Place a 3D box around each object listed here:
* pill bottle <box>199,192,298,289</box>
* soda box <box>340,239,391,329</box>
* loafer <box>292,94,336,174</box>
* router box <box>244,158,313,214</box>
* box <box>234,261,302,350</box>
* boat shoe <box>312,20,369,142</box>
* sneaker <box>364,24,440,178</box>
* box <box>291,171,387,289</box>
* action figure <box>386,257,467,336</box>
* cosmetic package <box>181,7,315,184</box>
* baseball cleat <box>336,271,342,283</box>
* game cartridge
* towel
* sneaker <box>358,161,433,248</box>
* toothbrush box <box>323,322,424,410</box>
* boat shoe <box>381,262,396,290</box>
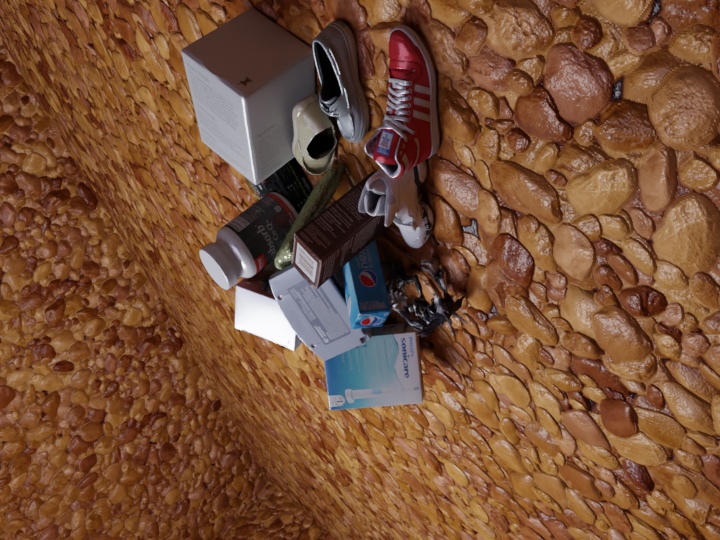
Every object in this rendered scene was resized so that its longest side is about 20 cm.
[{"bbox_3d":[-0.221,-0.059,1.323,0.115,0.199,0.117,37,152,24],"label":"pill bottle"},{"bbox_3d":[0.000,0.000,1.203,0.068,0.062,0.205,115,147,-58],"label":"soda box"},{"bbox_3d":[-0.078,-0.219,1.140,0.069,0.074,0.201,59,172,20],"label":"loafer"},{"bbox_3d":[-0.172,-0.180,1.391,0.148,0.062,0.203,-1,122,57],"label":"router box"},{"bbox_3d":[-0.156,0.054,1.394,0.148,0.200,0.109,18,121,16],"label":"box"},{"bbox_3d":[-0.038,-0.286,1.035,0.069,0.071,0.204,29,146,36],"label":"boat shoe"},{"bbox_3d":[0.052,-0.226,0.916,0.070,0.112,0.204,24,142,41],"label":"sneaker"},{"bbox_3d":[-0.027,-0.072,1.137,0.075,0.199,0.101,43,153,15],"label":"box"},{"bbox_3d":[0.104,0.045,1.172,0.198,0.118,0.103,26,150,51],"label":"action figure"},{"bbox_3d":[-0.187,-0.303,1.148,0.166,0.166,0.202,39,152,22],"label":"cosmetic package"},{"bbox_3d":[-0.023,0.013,1.313,0.201,0.068,0.108,56,145,40],"label":"baseball cleat"},{"bbox_3d":[-0.081,0.071,1.238,0.131,0.041,0.203,-26,109,20],"label":"game cartridge"},{"bbox_3d":[-0.096,-0.100,1.227,0.036,0.203,0.148,31,161,-9],"label":"towel"},{"bbox_3d":[0.056,-0.099,1.065,0.074,0.114,0.203,30,147,34],"label":"sneaker"},{"bbox_3d":[0.028,0.195,1.336,0.085,0.194,0.151,-52,-45,-77],"label":"toothbrush box"},{"bbox_3d":[0.036,0.051,1.337,0.202,0.063,0.073,101,158,-52],"label":"boat shoe"}]
